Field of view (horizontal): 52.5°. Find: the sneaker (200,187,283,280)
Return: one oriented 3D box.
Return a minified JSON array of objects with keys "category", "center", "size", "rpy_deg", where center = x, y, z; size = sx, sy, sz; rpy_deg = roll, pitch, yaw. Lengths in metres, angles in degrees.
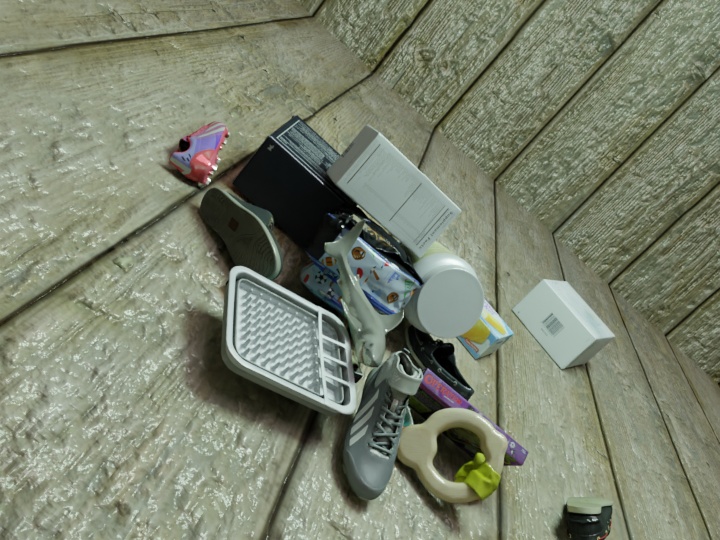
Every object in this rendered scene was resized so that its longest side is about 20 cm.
[{"category":"sneaker","center":[-0.153,-0.054,1.111],"size":[0.106,0.075,0.200],"rpy_deg":[14,28,-51]}]

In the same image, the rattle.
[{"category":"rattle","center":[0.105,0.250,1.044],"size":[0.198,0.132,0.143],"rpy_deg":[14,-1,11]}]

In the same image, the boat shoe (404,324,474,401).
[{"category":"boat shoe","center":[0.139,0.155,1.261],"size":[0.074,0.066,0.200],"rpy_deg":[25,27,-34]}]

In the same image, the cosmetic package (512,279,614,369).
[{"category":"cosmetic package","center":[0.531,0.136,1.897],"size":[0.200,0.123,0.199],"rpy_deg":[53,22,23]}]

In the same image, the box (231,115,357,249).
[{"category":"box","center":[-0.104,-0.161,1.343],"size":[0.200,0.123,0.199],"rpy_deg":[41,21,-7]}]

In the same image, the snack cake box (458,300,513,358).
[{"category":"snack cake box","center":[0.220,0.083,1.532],"size":[0.201,0.067,0.115],"rpy_deg":[51,24,18]}]

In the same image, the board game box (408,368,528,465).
[{"category":"board game box","center":[0.144,0.224,1.097],"size":[0.200,0.032,0.120],"rpy_deg":[40,-20,-8]}]

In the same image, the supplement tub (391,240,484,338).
[{"category":"supplement tub","center":[0.126,0.028,1.303],"size":[0.144,0.146,0.200],"rpy_deg":[34,5,-21]}]

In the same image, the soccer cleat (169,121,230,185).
[{"category":"soccer cleat","center":[-0.272,-0.214,1.239],"size":[0.076,0.067,0.201],"rpy_deg":[29,28,-20]}]

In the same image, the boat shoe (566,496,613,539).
[{"category":"boat shoe","center":[0.383,0.415,1.222],"size":[0.201,0.073,0.064],"rpy_deg":[20,68,-65]}]

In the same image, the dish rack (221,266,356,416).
[{"category":"dish rack","center":[-0.096,0.096,0.929],"size":[0.199,0.043,0.173],"rpy_deg":[32,31,-29]}]

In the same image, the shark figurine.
[{"category":"shark figurine","center":[0.014,0.048,1.037],"size":[0.129,0.088,0.217],"rpy_deg":[82,-7,-62]}]

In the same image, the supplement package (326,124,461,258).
[{"category":"supplement package","center":[0.056,-0.135,1.248],"size":[0.200,0.114,0.110],"rpy_deg":[40,7,-20]}]

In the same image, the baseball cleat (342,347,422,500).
[{"category":"baseball cleat","center":[0.029,0.182,0.919],"size":[0.069,0.107,0.201],"rpy_deg":[24,43,-14]}]

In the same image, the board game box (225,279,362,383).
[{"category":"board game box","center":[-0.093,0.085,1.042],"size":[0.199,0.028,0.136],"rpy_deg":[23,29,-40]}]

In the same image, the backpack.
[{"category":"backpack","center":[0.000,0.000,1.164],"size":[0.189,0.155,0.200],"rpy_deg":[30,9,-7]}]

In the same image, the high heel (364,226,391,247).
[{"category":"high heel","center":[0.049,-0.022,1.417],"size":[0.142,0.072,0.200],"rpy_deg":[33,14,-8]}]
